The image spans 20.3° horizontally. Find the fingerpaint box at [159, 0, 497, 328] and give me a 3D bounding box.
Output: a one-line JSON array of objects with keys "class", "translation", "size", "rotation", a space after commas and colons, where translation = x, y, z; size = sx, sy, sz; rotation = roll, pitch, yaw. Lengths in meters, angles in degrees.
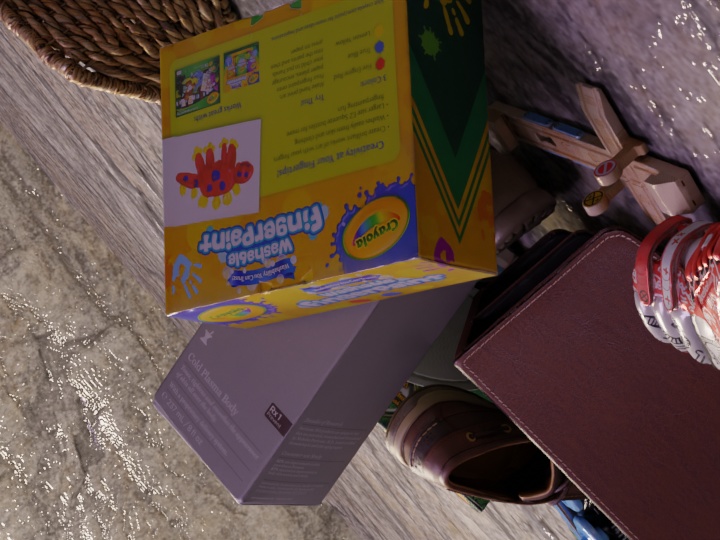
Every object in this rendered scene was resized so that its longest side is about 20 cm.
[{"class": "fingerpaint box", "translation": [-0.022, -0.065, 1.147], "size": [0.199, 0.168, 0.073], "rotation": [-14, 164, 41]}]

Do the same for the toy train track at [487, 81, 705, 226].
[{"class": "toy train track", "translation": [0.123, -0.061, 1.153], "size": [0.115, 0.033, 0.200], "rotation": [55, 168, -29]}]

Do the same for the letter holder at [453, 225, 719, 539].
[{"class": "letter holder", "translation": [0.179, 0.062, 1.215], "size": [0.200, 0.142, 0.101], "rotation": [44, -157, -8]}]

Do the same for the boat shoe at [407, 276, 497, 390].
[{"class": "boat shoe", "translation": [0.086, 0.041, 1.308], "size": [0.199, 0.076, 0.060], "rotation": [9, -176, -5]}]

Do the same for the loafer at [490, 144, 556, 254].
[{"class": "loafer", "translation": [0.077, -0.044, 1.293], "size": [0.068, 0.076, 0.200], "rotation": [57, 169, 1]}]

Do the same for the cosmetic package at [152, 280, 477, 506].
[{"class": "cosmetic package", "translation": [-0.026, 0.038, 1.237], "size": [0.090, 0.200, 0.107], "rotation": [7, -150, -50]}]

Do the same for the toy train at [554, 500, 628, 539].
[{"class": "toy train", "translation": [0.192, 0.179, 1.566], "size": [0.200, 0.087, 0.114], "rotation": [52, 174, -20]}]

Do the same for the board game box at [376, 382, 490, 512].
[{"class": "board game box", "translation": [0.036, 0.058, 1.341], "size": [0.200, 0.105, 0.023], "rotation": [41, 168, 0]}]

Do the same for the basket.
[{"class": "basket", "translation": [-0.210, -0.207, 1.611], "size": [0.200, 0.149, 0.143], "rotation": [39, 166, 33]}]

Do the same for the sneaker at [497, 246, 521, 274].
[{"class": "sneaker", "translation": [0.078, 0.038, 1.496], "size": [0.078, 0.090, 0.200], "rotation": [43, 167, 22]}]

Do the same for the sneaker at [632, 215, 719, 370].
[{"class": "sneaker", "translation": [0.185, 0.001, 1.027], "size": [0.108, 0.067, 0.202], "rotation": [32, 165, 29]}]

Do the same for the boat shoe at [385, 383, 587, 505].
[{"class": "boat shoe", "translation": [0.111, 0.123, 1.283], "size": [0.199, 0.072, 0.068], "rotation": [10, -156, -34]}]
